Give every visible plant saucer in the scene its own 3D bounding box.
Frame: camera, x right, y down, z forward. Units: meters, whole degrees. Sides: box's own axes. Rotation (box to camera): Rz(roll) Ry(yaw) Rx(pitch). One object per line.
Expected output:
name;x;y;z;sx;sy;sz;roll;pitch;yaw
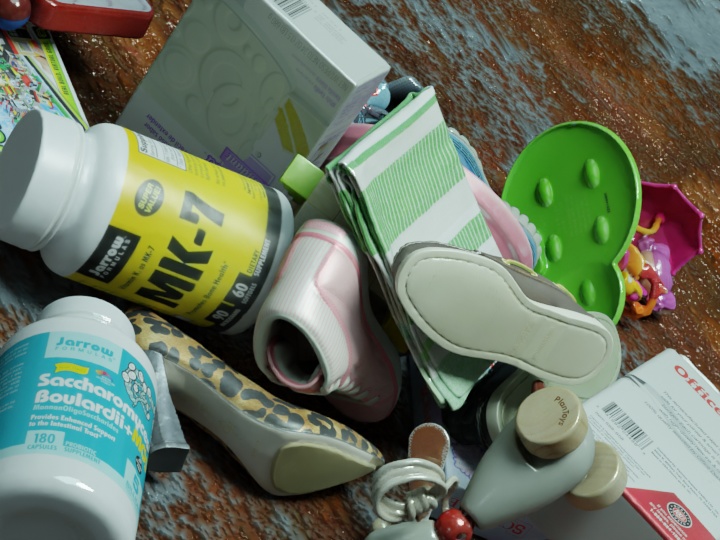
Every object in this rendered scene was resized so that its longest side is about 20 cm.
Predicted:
plant saucer;0.040;-0.033;1.733;0.200;0.201;0.051;36;67;-4

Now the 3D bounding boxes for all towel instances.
towel;0.055;-0.018;1.579;0.153;0.023;0.200;-44;114;-50

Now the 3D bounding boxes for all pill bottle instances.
pill bottle;-0.188;0.105;1.388;0.111;0.111;0.200;26;35;-18
pill bottle;-0.158;-0.036;1.557;0.200;0.114;0.115;21;37;-26

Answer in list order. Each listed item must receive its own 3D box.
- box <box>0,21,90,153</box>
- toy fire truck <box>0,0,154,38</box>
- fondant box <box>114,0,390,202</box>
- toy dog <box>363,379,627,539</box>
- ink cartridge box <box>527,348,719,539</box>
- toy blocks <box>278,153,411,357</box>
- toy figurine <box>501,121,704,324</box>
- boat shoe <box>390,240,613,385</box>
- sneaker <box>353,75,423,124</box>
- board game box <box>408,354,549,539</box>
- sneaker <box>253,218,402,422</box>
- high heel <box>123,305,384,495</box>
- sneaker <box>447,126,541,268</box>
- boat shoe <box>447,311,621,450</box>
box;-0.262;-0.115;1.654;0.110;0.035;0.200;6;45;-39
toy fire truck;-0.273;-0.246;1.709;0.200;0.112;0.168;0;40;-48
fondant box;-0.089;-0.128;1.684;0.144;0.200;0.058;43;37;8
toy dog;0.085;0.139;1.544;0.199;0.132;0.096;-14;40;-10
ink cartridge box;0.222;0.159;1.664;0.144;0.084;0.200;47;35;14
toy blocks;0.000;0.000;1.682;0.200;0.137;0.100;36;75;-10
toy figurine;0.242;-0.019;1.960;0.184;0.150;0.201;13;62;-48
boat shoe;0.093;0.023;1.550;0.200;0.072;0.060;22;19;-35
sneaker;-0.021;-0.137;1.857;0.200;0.096;0.079;-9;54;-49
board game box;0.134;0.140;1.718;0.200;0.041;0.200;24;36;-21
sneaker;-0.028;0.066;1.570;0.075;0.201;0.105;10;51;21
high heel;-0.080;0.085;1.555;0.199;0.071;0.143;9;42;-32
sneaker;0.076;-0.048;1.837;0.200;0.078;0.090;42;37;-19
boat shoe;0.133;0.088;1.685;0.199;0.066;0.075;-40;112;-48
